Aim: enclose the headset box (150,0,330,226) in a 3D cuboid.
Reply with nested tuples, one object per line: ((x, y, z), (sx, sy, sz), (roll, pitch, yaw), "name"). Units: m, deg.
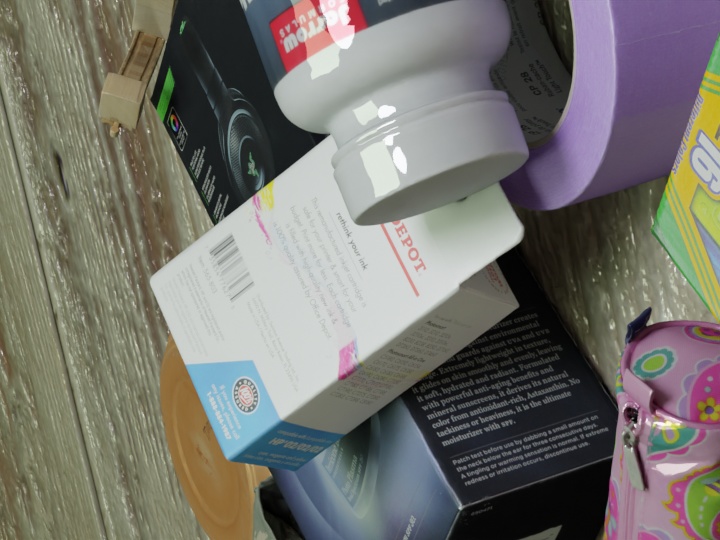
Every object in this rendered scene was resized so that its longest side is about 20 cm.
((-0.039, -0.097, 1.408), (0.201, 0.092, 0.175), (63, 153, 24), "headset box")

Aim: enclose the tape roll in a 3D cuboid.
((0.092, -0.134, 1.141), (0.200, 0.065, 0.202), (42, 140, 49), "tape roll")

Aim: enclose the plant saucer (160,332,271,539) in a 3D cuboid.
((-0.103, 0.130, 1.755), (0.200, 0.032, 0.202), (42, 140, 48), "plant saucer")

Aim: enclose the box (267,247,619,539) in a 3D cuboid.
((0.036, 0.091, 1.330), (0.199, 0.122, 0.201), (60, 151, 30), "box")

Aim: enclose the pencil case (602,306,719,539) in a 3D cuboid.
((0.153, 0.120, 1.145), (0.087, 0.087, 0.201), (48, 146, 44), "pencil case")

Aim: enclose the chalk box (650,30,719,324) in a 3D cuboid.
((0.221, -0.002, 0.880), (0.201, 0.124, 0.124), (55, 150, 33), "chalk box")

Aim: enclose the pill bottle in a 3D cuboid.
((0.004, -0.131, 1.111), (0.202, 0.119, 0.120), (69, 155, 9), "pill bottle")

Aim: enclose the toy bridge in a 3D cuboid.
((-0.128, -0.169, 1.491), (0.067, 0.027, 0.201), (111, 175, -63), "toy bridge")

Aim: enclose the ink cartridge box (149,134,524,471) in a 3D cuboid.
((0.000, 0.000, 1.206), (0.199, 0.068, 0.116), (-37, 63, 21), "ink cartridge box")

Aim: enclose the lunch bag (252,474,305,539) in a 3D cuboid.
((-0.008, 0.240, 1.519), (0.200, 0.117, 0.165), (50, 148, 33), "lunch bag")
